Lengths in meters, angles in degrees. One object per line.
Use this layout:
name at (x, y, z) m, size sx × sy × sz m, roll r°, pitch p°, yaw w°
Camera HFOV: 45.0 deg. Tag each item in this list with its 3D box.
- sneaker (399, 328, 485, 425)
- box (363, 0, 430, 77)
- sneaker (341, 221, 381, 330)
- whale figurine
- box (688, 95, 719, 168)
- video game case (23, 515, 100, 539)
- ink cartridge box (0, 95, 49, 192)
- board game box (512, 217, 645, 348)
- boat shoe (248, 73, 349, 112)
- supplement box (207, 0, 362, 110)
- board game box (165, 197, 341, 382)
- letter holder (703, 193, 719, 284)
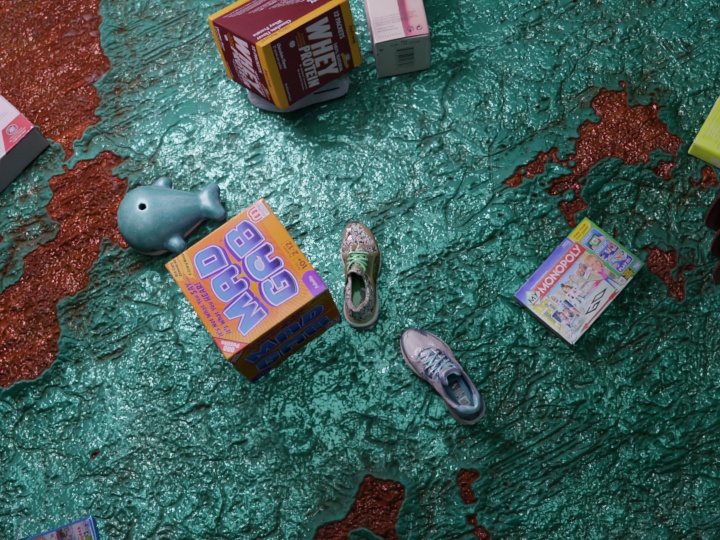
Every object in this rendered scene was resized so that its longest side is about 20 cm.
sneaker at (0.144, 0.170, 1.484) m, size 0.078 × 0.086 × 0.200 m, roll -40°, pitch 73°, yaw -8°
box at (0.066, -0.499, 1.689) m, size 0.108 × 0.128 × 0.201 m, roll -10°, pitch 72°, yaw 2°
sneaker at (0.000, 0.000, 1.552) m, size 0.076 × 0.089 × 0.201 m, roll -6°, pitch 71°, yaw 4°
whale figurine at (-0.355, -0.110, 1.616) m, size 0.199 × 0.104 × 0.160 m, roll -16°, pitch 71°, yaw 0°
box at (0.717, -0.225, 1.576) m, size 0.199 × 0.048 × 0.122 m, roll 30°, pitch 78°, yaw 14°
video game case at (-0.532, 0.520, 1.474) m, size 0.199 × 0.018 × 0.144 m, roll -20°, pitch 71°, yaw -1°
ink cartridge box at (-0.743, -0.275, 1.719) m, size 0.200 × 0.083 × 0.147 m, roll 40°, pitch 79°, yaw 16°
board game box at (0.386, 0.020, 1.539) m, size 0.134 × 0.029 × 0.200 m, roll 41°, pitch 80°, yaw 15°
boat shoe at (-0.120, -0.363, 1.702) m, size 0.199 × 0.072 × 0.071 m, roll -7°, pitch 51°, yaw 3°
supplement box at (-0.140, -0.431, 1.626) m, size 0.197 × 0.133 × 0.200 m, roll -35°, pitch 45°, yaw -20°
board game box at (-0.177, 0.040, 1.499) m, size 0.200 × 0.200 × 0.200 m, roll -35°, pitch 73°, yaw -6°
letter holder at (0.638, -0.051, 1.446) m, size 0.142 × 0.200 × 0.101 m, roll 29°, pitch 77°, yaw 14°
